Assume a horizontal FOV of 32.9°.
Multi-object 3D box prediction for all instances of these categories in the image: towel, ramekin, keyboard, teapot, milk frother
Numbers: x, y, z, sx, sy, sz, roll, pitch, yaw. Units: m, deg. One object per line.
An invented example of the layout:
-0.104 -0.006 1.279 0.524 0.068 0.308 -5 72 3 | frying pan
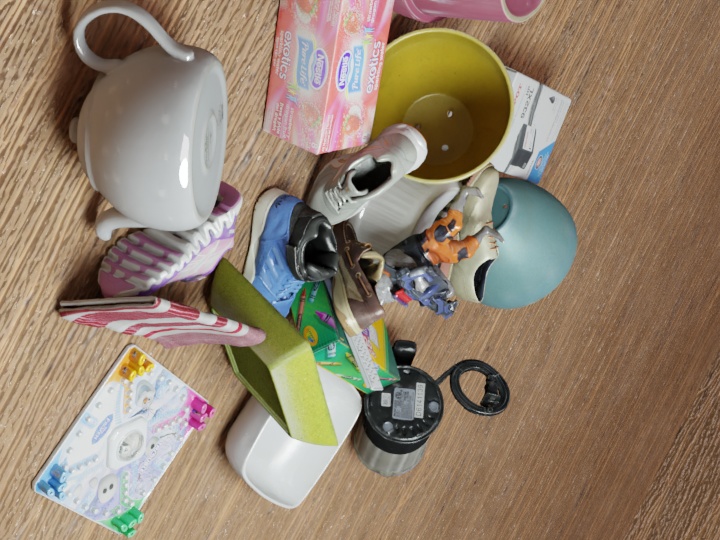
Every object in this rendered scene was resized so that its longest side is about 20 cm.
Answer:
-0.218 0.060 1.353 0.200 0.143 0.023 24 66 -57 | towel
0.076 -0.060 1.731 0.202 0.094 0.204 -35 138 -38 | ramekin
-0.015 0.063 1.593 0.011 0.201 0.056 -25 169 17 | keyboard
-0.219 -0.139 1.215 0.197 0.145 0.202 72 26 -80 | teapot
0.104 0.217 1.831 0.188 0.199 0.182 103 10 -66 | milk frother

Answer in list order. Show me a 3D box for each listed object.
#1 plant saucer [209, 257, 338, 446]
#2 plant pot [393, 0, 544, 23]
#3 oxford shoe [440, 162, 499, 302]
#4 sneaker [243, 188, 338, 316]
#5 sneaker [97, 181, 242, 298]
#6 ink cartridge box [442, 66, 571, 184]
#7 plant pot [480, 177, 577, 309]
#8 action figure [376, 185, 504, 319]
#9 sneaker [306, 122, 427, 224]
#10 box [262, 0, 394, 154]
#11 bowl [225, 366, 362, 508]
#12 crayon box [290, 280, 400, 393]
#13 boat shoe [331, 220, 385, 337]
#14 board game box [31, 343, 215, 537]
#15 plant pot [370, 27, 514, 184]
-0.116 0.111 1.491 0.048 0.200 0.201 -32 138 -18 | plant saucer
0.138 -0.393 1.508 0.200 0.178 0.201 -33 136 -38 | plant pot
0.171 -0.052 1.716 0.071 0.074 0.202 -16 125 -50 | oxford shoe
-0.085 0.007 1.531 0.076 0.111 0.201 -20 128 -47 | sneaker
-0.208 -0.015 1.377 0.200 0.080 0.089 -41 149 -33 | sneaker
0.221 -0.223 1.833 0.199 0.083 0.146 9 105 -57 | ink cartridge box
0.212 -0.061 1.835 0.201 0.199 0.135 -58 143 -9 | plant pot
0.096 -0.015 1.639 0.193 0.105 0.200 -35 154 -1 | action figure
-0.011 -0.109 1.512 0.200 0.076 0.092 -37 -175 38 | sneaker
-0.038 -0.250 1.432 0.102 0.094 0.202 -18 126 -48 | box
-0.101 0.214 1.689 0.200 0.074 0.200 -56 148 -12 | bowl
-0.023 0.082 1.661 0.058 0.120 0.200 -25 152 17 | crayon box
0.000 0.000 1.585 0.072 0.201 0.072 -24 126 13 | boat shoe
-0.279 0.213 1.478 0.201 0.026 0.200 -57 147 -12 | board game box
0.101 -0.202 1.608 0.201 0.199 0.142 -61 172 -3 | plant pot
